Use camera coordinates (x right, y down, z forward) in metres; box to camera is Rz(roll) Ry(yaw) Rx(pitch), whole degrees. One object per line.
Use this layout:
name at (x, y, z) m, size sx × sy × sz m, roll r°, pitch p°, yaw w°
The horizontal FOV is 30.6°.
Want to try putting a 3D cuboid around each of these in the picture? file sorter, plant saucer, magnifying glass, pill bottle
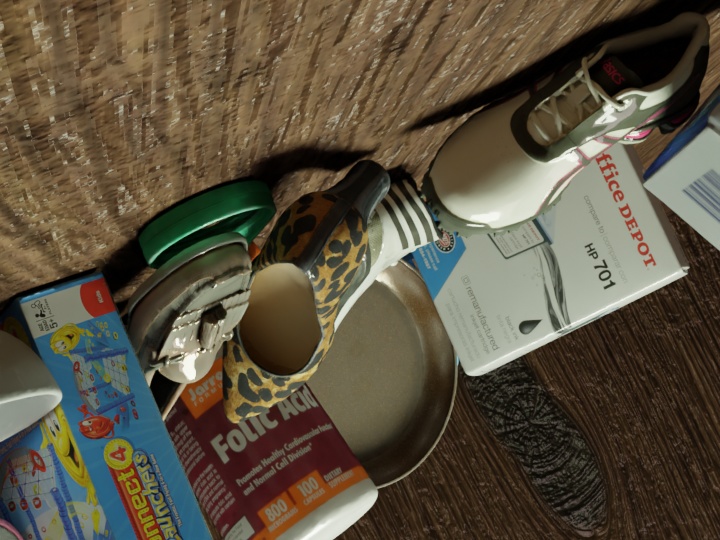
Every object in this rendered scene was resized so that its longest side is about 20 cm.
file sorter at (-0.032, 0.084, 1.174) m, size 0.199 × 0.124 × 0.138 m, roll -30°, pitch -175°, yaw -30°
plant saucer at (-0.008, 0.080, 1.091) m, size 0.198 × 0.203 × 0.032 m, roll -21°, pitch -174°, yaw -30°
magnifying glass at (-0.082, -0.018, 0.792) m, size 0.079 × 0.023 × 0.200 m, roll -26°, pitch 174°, yaw 0°
pill bottle at (-0.085, 0.115, 0.965) m, size 0.114 × 0.201 × 0.114 m, roll -34°, pitch 167°, yaw -9°

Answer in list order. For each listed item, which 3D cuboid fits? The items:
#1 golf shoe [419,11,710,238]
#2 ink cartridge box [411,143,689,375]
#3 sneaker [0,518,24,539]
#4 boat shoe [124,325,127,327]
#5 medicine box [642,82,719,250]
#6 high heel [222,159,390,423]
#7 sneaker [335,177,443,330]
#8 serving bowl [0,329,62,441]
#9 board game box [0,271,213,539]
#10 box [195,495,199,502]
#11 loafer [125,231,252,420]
golf shoe at (0.122, -0.095, 0.785) m, size 0.199 × 0.078 × 0.088 m, roll -32°, pitch 165°, yaw -13°
ink cartridge box at (0.154, -0.021, 1.104) m, size 0.198 × 0.148 × 0.086 m, roll -28°, pitch 171°, yaw 17°
sneaker at (-0.307, 0.153, 0.809) m, size 0.080 × 0.199 × 0.095 m, roll -63°, pitch -151°, yaw 0°
boat shoe at (-0.212, 0.084, 0.948) m, size 0.071 × 0.073 × 0.199 m, roll 4°, pitch 163°, yaw -31°
medicine box at (0.282, -0.111, 0.781) m, size 0.200 × 0.103 × 0.182 m, roll -50°, pitch 175°, yaw -5°
high heel at (-0.053, 0.032, 0.773) m, size 0.201 × 0.071 × 0.143 m, roll -60°, pitch 178°, yaw 23°
sneaker at (0.000, 0.000, 0.954) m, size 0.114 × 0.076 × 0.201 m, roll -21°, pitch 165°, yaw -25°
serving bowl at (-0.256, 0.075, 0.669) m, size 0.198 × 0.066 × 0.200 m, roll -25°, pitch 174°, yaw -3°
board game box at (-0.178, 0.128, 0.809) m, size 0.055 × 0.198 × 0.200 m, roll -19°, pitch 171°, yaw -35°
box at (-0.219, 0.185, 1.030) m, size 0.159 × 0.044 × 0.199 m, roll -1°, pitch -153°, yaw 46°
loafer at (-0.109, 0.047, 0.785) m, size 0.071 × 0.063 × 0.200 m, roll -16°, pitch 163°, yaw -38°
